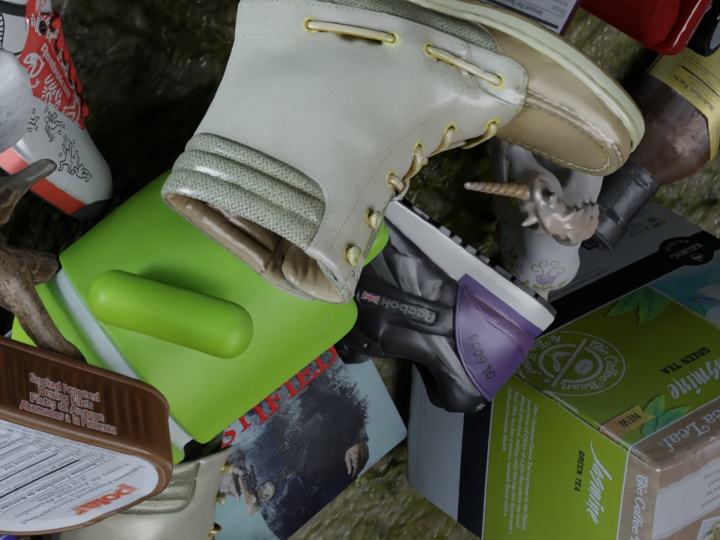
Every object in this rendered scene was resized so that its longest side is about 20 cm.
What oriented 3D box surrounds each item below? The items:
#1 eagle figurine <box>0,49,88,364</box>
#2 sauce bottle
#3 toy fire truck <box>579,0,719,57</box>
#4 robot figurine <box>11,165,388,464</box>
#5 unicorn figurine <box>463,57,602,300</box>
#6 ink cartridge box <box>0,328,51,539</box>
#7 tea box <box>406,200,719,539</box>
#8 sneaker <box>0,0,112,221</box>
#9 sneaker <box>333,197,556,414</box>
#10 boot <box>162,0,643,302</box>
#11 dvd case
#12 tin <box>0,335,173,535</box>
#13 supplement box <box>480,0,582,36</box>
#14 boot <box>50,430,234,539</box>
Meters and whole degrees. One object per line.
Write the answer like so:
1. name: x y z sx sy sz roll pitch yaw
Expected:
1. eagle figurine: -0.235 -0.012 1.074 0.151 0.199 0.153 -28 114 -52
2. sauce bottle: 0.194 -0.101 1.448 0.200 0.065 0.065 -50 138 0
3. toy fire truck: 0.173 -0.197 1.258 0.177 0.128 0.200 -60 163 11
4. robot figurine: -0.083 0.017 1.195 0.200 0.116 0.175 -38 174 -2
5. unicorn figurine: 0.100 -0.046 1.334 0.073 0.138 0.200 -5 145 6
6. ink cartridge box: -0.180 0.110 1.283 0.099 0.039 0.200 -40 139 -13
7. tea box: 0.163 0.082 1.435 0.199 0.196 0.134 -25 133 -35
8. sneaker: -0.152 -0.107 1.133 0.108 0.067 0.201 -49 136 1
9. sneaker: 0.000 0.000 1.275 0.200 0.076 0.088 36 90 -9
10. boot: 0.021 -0.051 1.120 0.199 0.072 0.155 26 67 -13
11. dvd case: -0.059 0.075 1.378 0.146 0.022 0.200 -39 136 -13
12. tin: -0.165 0.072 1.070 0.112 0.042 0.200 -23 153 33
13. supplement box: 0.076 -0.211 1.229 0.085 0.110 0.201 14 109 -46
14. boot: -0.088 0.144 1.313 0.199 0.072 0.155 -3 118 -41
